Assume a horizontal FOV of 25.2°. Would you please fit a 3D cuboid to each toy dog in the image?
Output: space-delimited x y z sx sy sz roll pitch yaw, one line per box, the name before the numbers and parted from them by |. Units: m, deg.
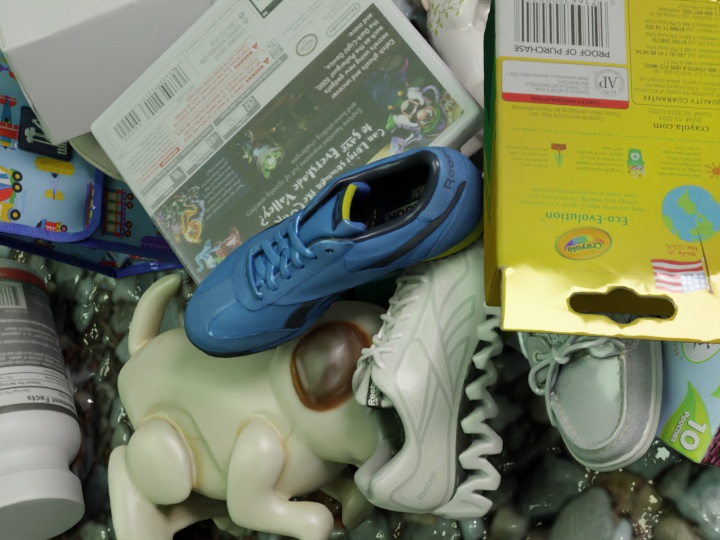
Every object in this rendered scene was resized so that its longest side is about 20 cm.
toy dog | -0.048 0.084 1.024 0.199 0.139 0.195 -19 77 31

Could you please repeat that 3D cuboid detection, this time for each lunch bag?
lunch bag | -0.217 -0.087 1.163 0.094 0.199 0.152 -8 76 40

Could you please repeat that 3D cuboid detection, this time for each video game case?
video game case | -0.049 -0.089 0.979 0.200 0.023 0.182 -42 66 10

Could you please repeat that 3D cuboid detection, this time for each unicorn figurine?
unicorn figurine | 0.078 -0.123 1.008 0.137 0.074 0.201 -31 43 29

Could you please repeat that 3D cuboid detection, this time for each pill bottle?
pill bottle | -0.278 0.102 1.232 0.116 0.116 0.201 -34 60 30

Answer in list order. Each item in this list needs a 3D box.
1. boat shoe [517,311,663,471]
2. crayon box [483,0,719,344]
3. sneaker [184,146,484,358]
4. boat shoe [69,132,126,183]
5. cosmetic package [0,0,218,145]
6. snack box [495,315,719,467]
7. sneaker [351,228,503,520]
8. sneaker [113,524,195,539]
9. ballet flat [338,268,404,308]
boat shoe | 0.111 0.009 0.877 0.074 0.065 0.203 -22 66 37
crayon box | 0.128 -0.049 0.838 0.126 0.051 0.201 4 65 -2
sneaker | -0.025 -0.015 0.895 0.199 0.078 0.066 -26 66 18
boat shoe | -0.115 -0.060 1.127 0.200 0.057 0.067 41 132 -2
cosmetic package | -0.133 -0.170 1.060 0.199 0.102 0.074 -20 54 -2
snack box | 0.158 0.002 0.917 0.200 0.053 0.143 33 104 41
sneaker | 0.038 0.042 0.922 0.075 0.080 0.202 171 101 -71
sneaker | -0.121 0.236 1.109 0.089 0.070 0.202 5 84 26
ballet flat | 0.000 0.000 1.055 0.199 0.070 0.071 -15 71 39
